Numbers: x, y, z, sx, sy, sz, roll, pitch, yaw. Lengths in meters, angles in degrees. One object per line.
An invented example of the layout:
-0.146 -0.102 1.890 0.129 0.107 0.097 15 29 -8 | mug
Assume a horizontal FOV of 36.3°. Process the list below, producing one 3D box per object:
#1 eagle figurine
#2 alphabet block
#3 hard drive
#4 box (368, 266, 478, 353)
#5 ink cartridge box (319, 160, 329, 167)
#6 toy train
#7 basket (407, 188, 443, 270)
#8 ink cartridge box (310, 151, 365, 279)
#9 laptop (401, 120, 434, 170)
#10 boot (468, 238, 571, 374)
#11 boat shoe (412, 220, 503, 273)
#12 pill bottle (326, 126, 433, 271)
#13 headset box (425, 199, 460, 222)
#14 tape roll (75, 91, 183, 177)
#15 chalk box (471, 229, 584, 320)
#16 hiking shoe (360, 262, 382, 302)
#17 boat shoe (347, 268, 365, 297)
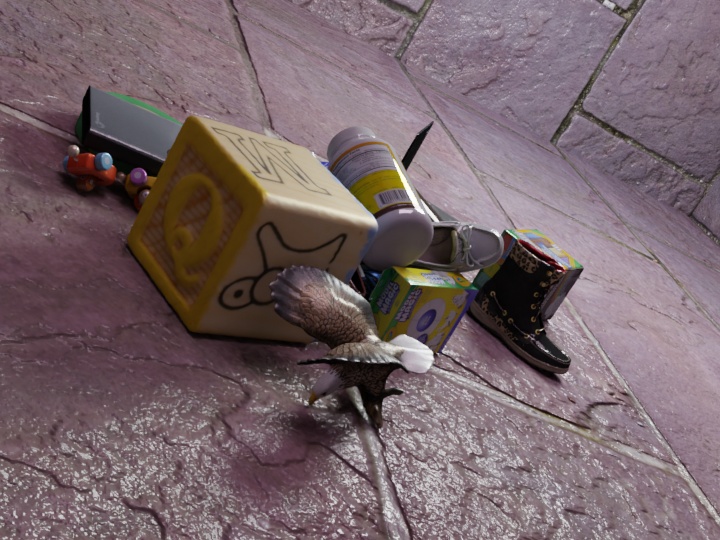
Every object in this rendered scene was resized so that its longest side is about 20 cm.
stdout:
-0.012 0.094 1.263 0.149 0.201 0.152 5 52 24 | eagle figurine
-0.133 -0.046 1.346 0.198 0.197 0.196 11 26 -47 | alphabet block
-0.289 -0.177 1.520 0.198 0.033 0.140 22 26 -26 | hard drive
0.072 0.056 1.523 0.198 0.118 0.048 6 30 -50 | box
-0.101 -0.141 1.718 0.196 0.048 0.198 6 15 11 | ink cartridge box
-0.282 -0.112 1.417 0.197 0.057 0.150 1 -17 26 | toy train
0.060 -0.062 1.759 0.200 0.181 0.136 44 53 6 | basket
-0.071 -0.066 1.501 0.094 0.037 0.202 -10 70 -42 | ink cartridge box
0.025 -0.192 1.930 0.196 0.105 0.177 -4 13 14 | laptop
0.288 0.059 1.795 0.199 0.152 0.073 39 21 20 | boot
0.110 -0.035 1.571 0.198 0.076 0.065 5 3 -5 | boat shoe
0.019 -0.105 1.508 0.108 0.110 0.202 15 38 -39 | pill bottle
0.103 -0.073 1.945 0.198 0.076 0.149 33 19 1 | headset box
-0.321 -0.191 1.623 0.198 0.049 0.201 29 19 -11 | tape roll
0.291 0.010 1.961 0.124 0.125 0.199 41 20 24 | chalk box
-0.006 0.034 1.547 0.197 0.075 0.087 8 34 -29 | hiking shoe
-0.036 -0.041 1.439 0.070 0.070 0.203 10 58 -48 | boat shoe
